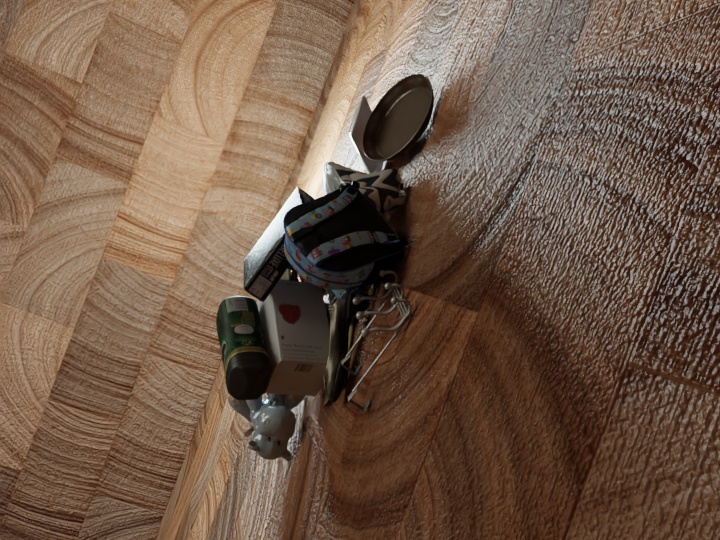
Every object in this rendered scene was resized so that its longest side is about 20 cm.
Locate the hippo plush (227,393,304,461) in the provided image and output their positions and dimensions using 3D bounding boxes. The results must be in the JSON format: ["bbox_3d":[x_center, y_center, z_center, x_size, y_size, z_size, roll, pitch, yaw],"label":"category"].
[{"bbox_3d":[-0.211,0.322,1.631,0.161,0.157,0.202,-100,34,-66],"label":"hippo plush"}]

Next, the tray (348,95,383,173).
[{"bbox_3d":[0.014,-0.282,1.680,0.200,0.022,0.109,57,-135,-59],"label":"tray"}]

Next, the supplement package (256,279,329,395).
[{"bbox_3d":[-0.138,0.133,1.544,0.120,0.120,0.202,122,146,-43],"label":"supplement package"}]

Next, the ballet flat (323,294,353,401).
[{"bbox_3d":[-0.047,0.138,1.399,0.067,0.046,0.203,66,-151,-72],"label":"ballet flat"}]

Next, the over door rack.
[{"bbox_3d":[0.012,0.108,1.267,0.148,0.066,0.202,-108,40,-70],"label":"over door rack"}]

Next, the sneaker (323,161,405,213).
[{"bbox_3d":[0.016,-0.166,1.507,0.199,0.128,0.081,36,131,54],"label":"sneaker"}]

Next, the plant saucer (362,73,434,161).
[{"bbox_3d":[0.082,-0.307,1.562,0.199,0.032,0.202,-31,44,35],"label":"plant saucer"}]

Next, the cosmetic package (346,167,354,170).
[{"bbox_3d":[-0.021,-0.105,1.638,0.071,0.100,0.202,-102,34,-65],"label":"cosmetic package"}]

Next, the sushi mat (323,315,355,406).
[{"bbox_3d":[-0.040,0.163,1.503,0.096,0.012,0.202,124,161,-47],"label":"sushi mat"}]

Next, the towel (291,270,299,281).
[{"bbox_3d":[-0.144,0.121,1.757,0.147,0.021,0.203,89,178,-66],"label":"towel"}]

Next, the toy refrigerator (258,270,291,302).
[{"bbox_3d":[-0.193,0.073,1.749,0.070,0.075,0.203,-92,-1,-73],"label":"toy refrigerator"}]

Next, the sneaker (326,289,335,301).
[{"bbox_3d":[-0.088,0.008,1.696,0.076,0.114,0.200,-62,14,12],"label":"sneaker"}]

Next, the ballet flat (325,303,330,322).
[{"bbox_3d":[-0.098,0.116,1.688,0.200,0.070,0.072,138,150,-63],"label":"ballet flat"}]

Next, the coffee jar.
[{"bbox_3d":[-0.229,0.151,1.490,0.201,0.084,0.105,-111,29,-47],"label":"coffee jar"}]

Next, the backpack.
[{"bbox_3d":[-0.046,-0.041,1.343,0.199,0.183,0.135,-24,-26,-39],"label":"backpack"}]

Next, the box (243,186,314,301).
[{"bbox_3d":[-0.159,-0.055,1.514,0.201,0.049,0.158,-53,19,11],"label":"box"}]

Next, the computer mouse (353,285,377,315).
[{"bbox_3d":[0.000,0.000,1.502,0.140,0.046,0.202,-37,32,57],"label":"computer mouse"}]

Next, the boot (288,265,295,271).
[{"bbox_3d":[-0.117,-0.075,1.614,0.199,0.065,0.167,21,99,52],"label":"boot"}]

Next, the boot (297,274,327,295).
[{"bbox_3d":[-0.130,-0.020,1.798,0.074,0.200,0.109,-18,50,32],"label":"boot"}]
